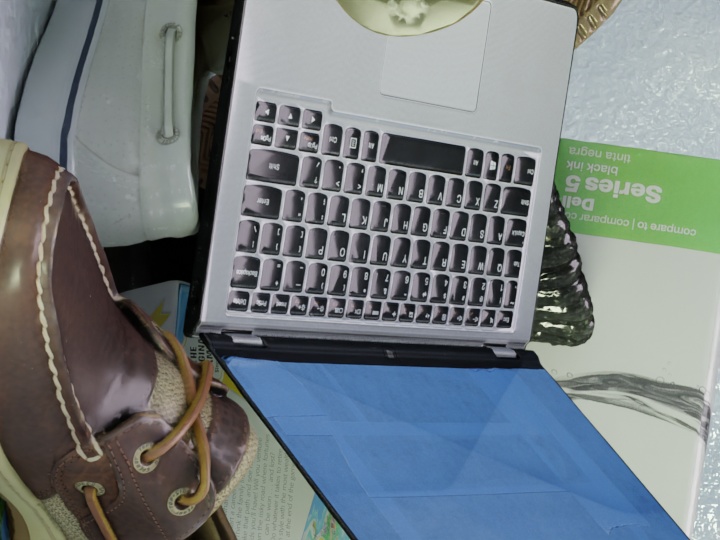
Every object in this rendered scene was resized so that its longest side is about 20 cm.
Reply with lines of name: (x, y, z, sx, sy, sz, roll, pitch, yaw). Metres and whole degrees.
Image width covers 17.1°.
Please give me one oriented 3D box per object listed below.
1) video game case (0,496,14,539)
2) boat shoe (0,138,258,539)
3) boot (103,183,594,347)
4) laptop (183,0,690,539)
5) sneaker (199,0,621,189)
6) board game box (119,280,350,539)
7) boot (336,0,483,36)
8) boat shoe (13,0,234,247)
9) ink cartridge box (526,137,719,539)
video game case: (-0.109, 0.110, 0.676, 0.183, 0.022, 0.201, -79, 168, -49)
boat shoe: (-0.063, 0.041, 0.647, 0.201, 0.071, 0.072, 84, 11, -47)
boot: (0.000, -0.002, 0.884, 0.211, 0.157, 0.080, 25, 53, -75)
laptop: (0.048, 0.005, 0.764, 0.187, 0.115, 0.202, 5, 94, -54)
sneaker: (0.016, -0.087, 0.992, 0.072, 0.199, 0.112, 64, 2, 1)
board game box: (-0.028, 0.117, 0.786, 0.134, 0.034, 0.202, 18, 70, -40)
boot: (0.027, -0.165, 0.746, 0.200, 0.066, 0.177, -52, 146, -80)
boat shoe: (-0.052, -0.089, 0.787, 0.075, 0.085, 0.203, 85, 11, -46)
ink cartridge box: (0.107, 0.068, 1.024, 0.146, 0.083, 0.201, 81, 20, -66)
